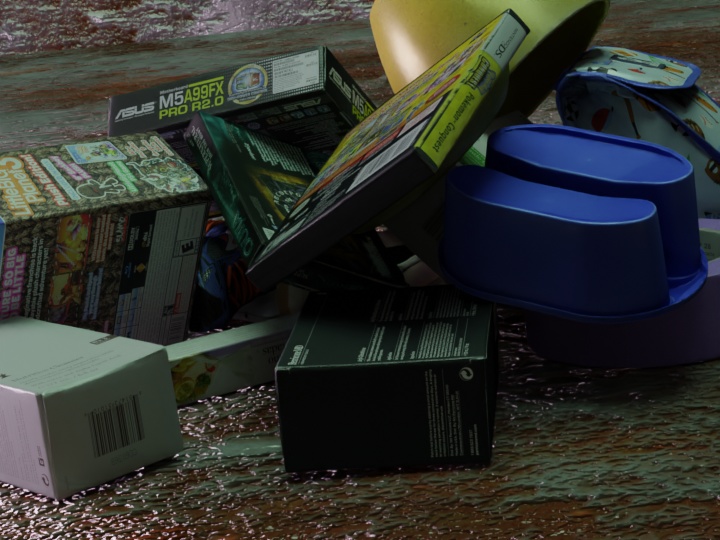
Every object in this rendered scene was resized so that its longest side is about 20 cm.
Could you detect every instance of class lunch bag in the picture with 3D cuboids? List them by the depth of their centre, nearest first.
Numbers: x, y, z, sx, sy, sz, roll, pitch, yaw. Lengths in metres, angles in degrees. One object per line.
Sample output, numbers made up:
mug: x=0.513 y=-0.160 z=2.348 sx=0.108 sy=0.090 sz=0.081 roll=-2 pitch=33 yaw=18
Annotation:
lunch bag: x=0.251 y=-0.107 z=1.814 sx=0.124 sy=0.200 sz=0.170 roll=-47 pitch=-1 yaw=19

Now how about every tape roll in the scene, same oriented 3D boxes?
tape roll: x=0.224 y=0.015 z=1.654 sx=0.199 sy=0.066 sz=0.200 roll=-6 pitch=14 yaw=1

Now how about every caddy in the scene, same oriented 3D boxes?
caddy: x=0.150 y=-0.025 z=1.535 sx=0.199 sy=0.105 sz=0.141 roll=14 pitch=34 yaw=28

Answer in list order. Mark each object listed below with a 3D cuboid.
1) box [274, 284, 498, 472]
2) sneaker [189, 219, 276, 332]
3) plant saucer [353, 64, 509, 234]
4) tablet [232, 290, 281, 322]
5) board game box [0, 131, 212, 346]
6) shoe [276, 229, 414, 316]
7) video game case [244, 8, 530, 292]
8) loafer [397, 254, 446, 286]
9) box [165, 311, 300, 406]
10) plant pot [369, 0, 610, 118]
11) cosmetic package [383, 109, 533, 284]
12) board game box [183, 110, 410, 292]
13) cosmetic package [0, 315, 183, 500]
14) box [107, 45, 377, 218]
box: x=0.023 y=0.070 z=1.497 sx=0.140 sy=0.079 sz=0.200 roll=-1 pitch=14 yaw=6
sneaker: x=-0.104 y=-0.003 z=1.822 sx=0.078 sy=0.076 sz=0.200 roll=-4 pitch=19 yaw=7
plant saucer: x=0.043 y=-0.093 z=1.609 sx=0.200 sy=0.031 sz=0.200 roll=-43 pitch=12 yaw=11
tablet: x=-0.059 y=0.010 z=1.918 sx=0.130 sy=0.014 sz=0.200 roll=7 pitch=20 yaw=43
board game box: x=-0.233 y=-0.006 z=1.682 sx=0.199 sy=0.160 sz=0.097 roll=-10 pitch=38 yaw=-34
shoe: x=0.000 y=0.000 z=1.805 sx=0.053 sy=0.070 sz=0.200 roll=-3 pitch=11 yaw=34
video game case: x=0.019 y=-0.084 z=1.526 sx=0.200 sy=0.026 sz=0.181 roll=-35 pitch=16 yaw=44
loafer: x=0.045 y=0.022 z=1.752 sx=0.072 sy=0.063 sz=0.200 roll=-38 pitch=-12 yaw=38
box: x=-0.109 y=0.071 z=1.640 sx=0.199 sy=0.039 sz=0.041 roll=-14 pitch=17 yaw=-28
plant pot: x=0.092 y=-0.201 z=1.823 sx=0.200 sy=0.142 sz=0.200 roll=-44 pitch=-10 yaw=-10
cosmetic package: x=0.108 y=-0.054 z=1.749 sx=0.108 sy=0.085 sz=0.200 roll=42 pitch=26 yaw=8
board game box: x=-0.051 y=-0.046 z=1.673 sx=0.135 sy=0.028 sz=0.200 roll=18 pitch=25 yaw=-29
cosmetic package: x=-0.228 y=0.093 z=1.524 sx=0.113 sy=0.082 sz=0.199 roll=-20 pitch=20 yaw=-39
box: x=-0.087 y=-0.111 z=1.797 sx=0.199 sy=0.044 sz=0.160 roll=-12 pitch=-28 yaw=21
